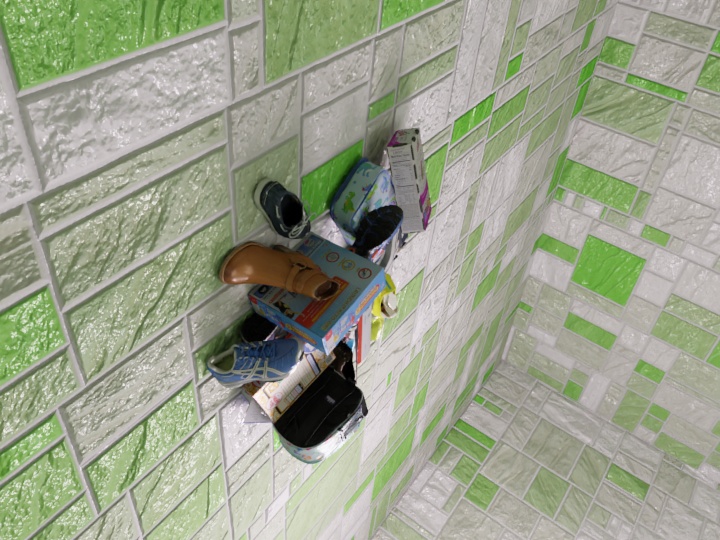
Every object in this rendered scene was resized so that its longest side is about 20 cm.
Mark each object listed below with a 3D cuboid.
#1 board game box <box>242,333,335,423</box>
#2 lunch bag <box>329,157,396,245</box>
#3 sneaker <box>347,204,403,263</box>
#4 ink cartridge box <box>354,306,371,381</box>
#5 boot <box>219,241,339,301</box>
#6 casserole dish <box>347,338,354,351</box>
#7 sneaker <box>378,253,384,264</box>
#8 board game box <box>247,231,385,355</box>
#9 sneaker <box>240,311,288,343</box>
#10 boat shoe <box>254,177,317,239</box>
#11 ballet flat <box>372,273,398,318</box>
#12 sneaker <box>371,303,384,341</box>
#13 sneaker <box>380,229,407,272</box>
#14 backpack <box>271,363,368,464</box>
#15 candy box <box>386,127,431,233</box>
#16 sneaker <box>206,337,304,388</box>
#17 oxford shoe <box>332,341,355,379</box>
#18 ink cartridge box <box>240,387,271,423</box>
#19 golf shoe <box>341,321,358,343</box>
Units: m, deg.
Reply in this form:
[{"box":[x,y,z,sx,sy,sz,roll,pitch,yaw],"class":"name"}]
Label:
[{"box":[-0.148,0.213,1.353,0.200,0.046,0.152,-45,149,-18],"class":"board game box"},{"box":[0.015,-0.141,1.401,0.162,0.082,0.200,-57,156,-9],"class":"lunch bag"},{"box":[0.022,-0.056,1.339,0.201,0.075,0.078,-50,162,15],"class":"sneaker"},{"box":[0.009,0.158,1.596,0.201,0.056,0.165,-101,-170,-54],"class":"ink cartridge box"},{"box":[-0.142,0.010,1.146,0.199,0.153,0.075,-19,133,-52],"class":"boot"},{"box":[-0.083,0.236,1.650,0.199,0.038,0.123,-20,132,-58],"class":"casserole dish"},{"box":[0.000,0.000,1.507,0.081,0.075,0.203,103,10,-79],"class":"sneaker"},{"box":[-0.083,0.038,1.245,0.200,0.194,0.056,-47,148,-29],"class":"board game box"},{"box":[-0.170,0.102,1.313,0.199,0.075,0.088,-36,156,-32],"class":"sneaker"},{"box":[-0.129,-0.104,1.172,0.076,0.061,0.201,-58,156,-14],"class":"boat shoe"},{"box":[0.065,0.080,1.576,0.066,0.067,0.201,-33,152,-16],"class":"ballet flat"},{"box":[0.044,0.090,1.738,0.105,0.074,0.203,-61,164,-54],"class":"sneaker"},{"box":[0.073,-0.070,1.596,0.079,0.078,0.203,-2,116,-57],"class":"sneaker"},{"box":[-0.100,0.335,1.450,0.200,0.176,0.152,-41,144,-30],"class":"backpack"},{"box":[0.112,-0.202,1.421,0.137,0.060,0.204,-64,146,-62],"class":"candy box"},{"box":[-0.199,0.172,1.199,0.197,0.077,0.077,-20,147,13],"class":"sneaker"},{"box":[-0.055,0.184,1.541,0.073,0.083,0.203,-40,120,-41],"class":"oxford shoe"},{"box":[-0.189,0.249,1.442,0.203,0.043,0.198,-62,156,-2],"class":"ink cartridge box"},{"box":[-0.043,0.083,1.358,0.093,0.072,0.201,-55,164,-14],"class":"golf shoe"}]
